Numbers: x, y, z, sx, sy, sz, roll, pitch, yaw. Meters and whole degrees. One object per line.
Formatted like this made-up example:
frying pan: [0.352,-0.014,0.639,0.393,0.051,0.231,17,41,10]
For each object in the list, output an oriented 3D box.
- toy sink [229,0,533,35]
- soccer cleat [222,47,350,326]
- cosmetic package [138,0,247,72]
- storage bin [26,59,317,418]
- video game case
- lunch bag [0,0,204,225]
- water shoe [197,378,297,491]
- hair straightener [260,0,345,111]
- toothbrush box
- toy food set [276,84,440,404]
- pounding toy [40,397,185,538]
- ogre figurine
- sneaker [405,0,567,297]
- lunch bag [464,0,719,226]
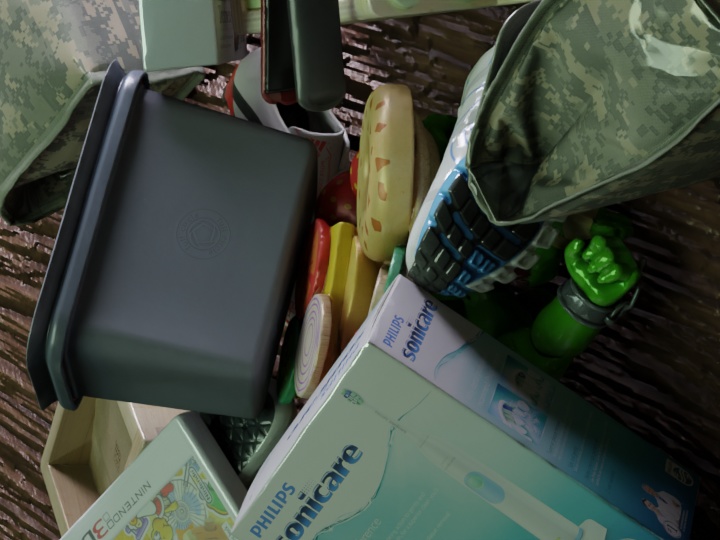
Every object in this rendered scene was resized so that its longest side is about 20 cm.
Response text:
toy sink: [0.014,-0.211,1.311,0.199,0.112,0.131,2,100,50]
soccer cleat: [-0.036,-0.051,1.445,0.085,0.068,0.201,-28,71,54]
cosmetic package: [-0.107,-0.204,1.419,0.200,0.051,0.152,-74,-22,-83]
storage bin: [-0.106,-0.003,1.363,0.146,0.133,0.201,94,-170,-67]
video game case: [-0.106,0.219,1.383,0.182,0.023,0.200,-46,69,32]
lunch bag: [-0.222,-0.149,1.605,0.200,0.117,0.165,-42,67,43]
water shoe: [-0.086,0.141,1.432,0.200,0.079,0.072,-52,47,29]
hair straightener: [-0.019,-0.186,1.245,0.077,0.041,0.201,18,108,49]
toothbrush box: [0.056,0.124,1.194,0.199,0.085,0.147,33,118,-4]
toy food set: [0.000,0.000,1.302,0.200,0.048,0.199,154,126,-74]
pounding toy: [-0.111,0.120,1.538,0.184,0.141,0.201,-118,40,-48]
ogre figurine: [0.077,-0.002,1.294,0.200,0.098,0.120,32,111,30]
sneaker: [0.079,-0.071,1.234,0.086,0.200,0.075,13,153,52]
lunch bag: [0.156,-0.101,1.117,0.200,0.163,0.118,-43,71,46]
